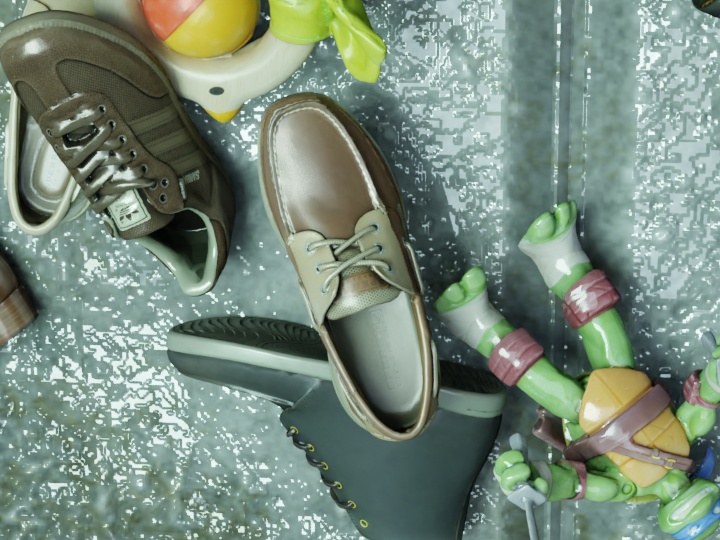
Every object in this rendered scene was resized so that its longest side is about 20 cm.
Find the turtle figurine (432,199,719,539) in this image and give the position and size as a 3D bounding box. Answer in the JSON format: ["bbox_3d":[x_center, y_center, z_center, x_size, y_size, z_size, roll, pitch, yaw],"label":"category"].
[{"bbox_3d":[0.134,0.063,1.203,0.144,0.200,0.194,-43,79,25],"label":"turtle figurine"}]

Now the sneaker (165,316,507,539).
[{"bbox_3d":[-0.023,0.096,1.281,0.199,0.075,0.107,14,103,1],"label":"sneaker"}]

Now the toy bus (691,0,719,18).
[{"bbox_3d":[0.186,-0.228,1.111,0.135,0.200,0.193,23,101,-15],"label":"toy bus"}]

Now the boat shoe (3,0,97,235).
[{"bbox_3d":[-0.162,-0.118,1.246,0.072,0.065,0.201,14,106,2],"label":"boat shoe"}]

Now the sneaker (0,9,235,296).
[{"bbox_3d":[-0.124,-0.061,1.199,0.070,0.076,0.200,-23,140,20],"label":"sneaker"}]

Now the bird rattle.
[{"bbox_3d":[-0.075,-0.162,1.181,0.200,0.113,0.163,34,120,-23],"label":"bird rattle"}]

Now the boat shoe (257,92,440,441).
[{"bbox_3d":[0.000,0.000,1.190,0.075,0.072,0.201,-23,103,-2],"label":"boat shoe"}]

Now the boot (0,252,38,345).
[{"bbox_3d":[-0.311,-0.015,1.290,0.186,0.064,0.201,-31,103,0],"label":"boot"}]
